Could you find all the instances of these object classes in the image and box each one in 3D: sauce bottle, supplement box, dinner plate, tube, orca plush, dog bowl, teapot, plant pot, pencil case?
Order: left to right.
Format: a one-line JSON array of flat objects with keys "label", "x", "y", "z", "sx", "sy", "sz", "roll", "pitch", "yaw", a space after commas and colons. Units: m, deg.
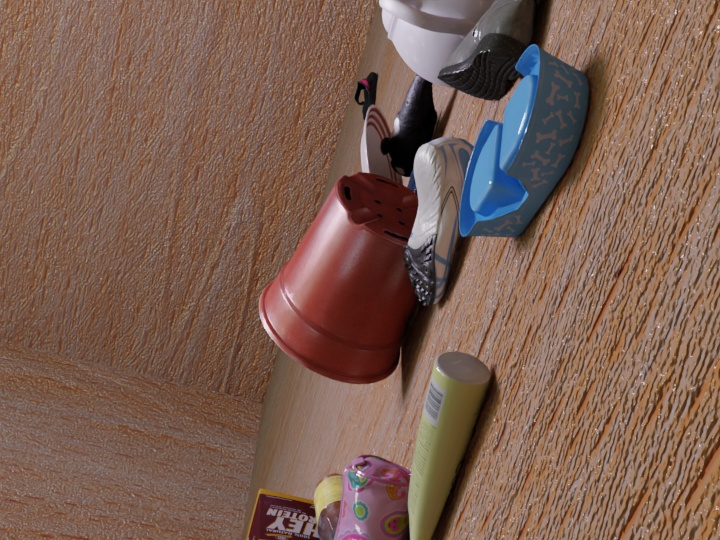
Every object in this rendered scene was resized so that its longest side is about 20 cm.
[{"label": "supplement box", "x": -0.096, "y": 0.429, "z": 1.376, "sx": 0.200, "sy": 0.131, "sz": 0.200, "roll": -121, "pitch": 46, "yaw": -80}, {"label": "sauce bottle", "x": -0.026, "y": 0.317, "z": 1.309, "sx": 0.200, "sy": 0.065, "sz": 0.067, "roll": -114, "pitch": 39, "yaw": -82}, {"label": "plant pot", "x": 0.000, "y": 0.000, "z": 1.287, "sx": 0.202, "sy": 0.198, "sz": 0.197, "roll": -87, "pitch": 21, "yaw": -56}, {"label": "pencil case", "x": 0.001, "y": 0.295, "z": 1.065, "sx": 0.087, "sy": 0.086, "sz": 0.203, "roll": -121, "pitch": 46, "yaw": -80}, {"label": "dinner plate", "x": 0.030, "y": -0.139, "z": 1.507, "sx": 0.200, "sy": 0.024, "sz": 0.203, "roll": -9, "pitch": -90, "yaw": -76}, {"label": "orca plush", "x": 0.095, "y": -0.198, "z": 1.459, "sx": 0.104, "sy": 0.071, "sz": 0.201, "roll": -20, "pitch": -35, "yaw": -42}, {"label": "teapot", "x": 0.088, "y": -0.322, "z": 1.241, "sx": 0.200, "sy": 0.144, "sz": 0.200, "roll": 116, "pitch": 172, "yaw": -70}, {"label": "tube", "x": 0.069, "y": 0.170, "z": 0.935, "sx": 0.058, "sy": 0.052, "sz": 0.202, "roll": -18, "pitch": -51, "yaw": -48}, {"label": "dog bowl", "x": 0.137, "y": -0.101, "z": 0.884, "sx": 0.201, "sy": 0.049, "sz": 0.113, "roll": 114, "pitch": 168, "yaw": -59}]

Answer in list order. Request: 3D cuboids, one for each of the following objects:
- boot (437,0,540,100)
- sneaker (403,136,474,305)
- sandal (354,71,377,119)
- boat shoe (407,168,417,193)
[{"label": "boot", "x": 0.150, "y": -0.261, "z": 1.097, "sx": 0.200, "sy": 0.067, "sz": 0.132, "roll": 171, "pitch": 120, "yaw": -77}, {"label": "sneaker", "x": 0.092, "y": -0.050, "z": 1.147, "sx": 0.072, "sy": 0.072, "sz": 0.203, "roll": 46, "pitch": 139, "yaw": 49}, {"label": "sandal", "x": 0.010, "y": -0.437, "z": 2.558, "sx": 0.201, "sy": 0.044, "sz": 0.076, "roll": -87, "pitch": 13, "yaw": -57}, {"label": "boat shoe", "x": 0.048, "y": -0.043, "z": 1.398, "sx": 0.084, "sy": 0.068, "sz": 0.203, "roll": -116, "pitch": 40, "yaw": -79}]
